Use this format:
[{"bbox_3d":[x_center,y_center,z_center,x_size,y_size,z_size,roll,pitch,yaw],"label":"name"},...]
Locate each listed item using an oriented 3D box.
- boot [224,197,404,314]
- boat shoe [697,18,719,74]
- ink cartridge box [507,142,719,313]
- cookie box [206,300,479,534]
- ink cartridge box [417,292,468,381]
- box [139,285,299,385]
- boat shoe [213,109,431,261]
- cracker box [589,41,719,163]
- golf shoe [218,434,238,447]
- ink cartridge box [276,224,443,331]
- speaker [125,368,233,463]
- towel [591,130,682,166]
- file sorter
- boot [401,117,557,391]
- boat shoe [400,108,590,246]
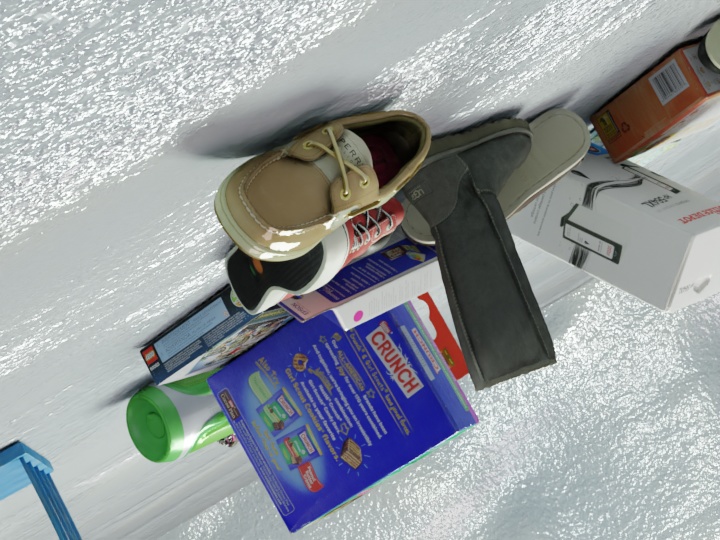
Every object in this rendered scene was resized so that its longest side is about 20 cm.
[{"bbox_3d":[-0.014,-0.035,1.160,0.143,0.073,0.200,-26,178,-22],"label":"boot"},{"bbox_3d":[0.389,-0.215,1.421,0.199,0.075,0.063,-18,178,-30],"label":"boat shoe"},{"bbox_3d":[0.252,-0.048,1.467,0.145,0.199,0.085,-16,128,-55],"label":"ink cartridge box"},{"bbox_3d":[-0.017,0.122,1.426,0.199,0.173,0.075,-33,173,20],"label":"cookie box"},{"bbox_3d":[0.000,0.082,1.536,0.047,0.161,0.200,-20,167,-49],"label":"ink cartridge box"},{"bbox_3d":[-0.096,0.044,1.417,0.136,0.038,0.199,-35,170,26],"label":"box"},{"bbox_3d":[-0.020,-0.066,0.986,0.066,0.074,0.200,-40,177,35],"label":"boat shoe"},{"bbox_3d":[0.338,-0.181,1.502,0.199,0.058,0.134,-20,168,-42],"label":"cracker box"},{"bbox_3d":[-0.144,0.155,1.786,0.092,0.073,0.200,-34,-178,-9],"label":"golf shoe"},{"bbox_3d":[0.000,0.000,1.319,0.198,0.094,0.038,-22,128,-33],"label":"ink cartridge box"},{"bbox_3d":[-0.147,0.133,1.592,0.199,0.089,0.088,-21,168,-43],"label":"speaker"},{"bbox_3d":[0.250,-0.107,1.660,0.199,0.049,0.171,-34,169,24],"label":"towel"},{"bbox_3d":[-0.364,0.270,1.534,0.138,0.124,0.200,-27,171,-9],"label":"file sorter"},{"bbox_3d":[0.116,-0.015,1.245,0.181,0.202,0.072,-21,169,-41],"label":"boot"},{"bbox_3d":[0.116,-0.074,1.347,0.199,0.072,0.060,-32,170,-19],"label":"boat shoe"}]
